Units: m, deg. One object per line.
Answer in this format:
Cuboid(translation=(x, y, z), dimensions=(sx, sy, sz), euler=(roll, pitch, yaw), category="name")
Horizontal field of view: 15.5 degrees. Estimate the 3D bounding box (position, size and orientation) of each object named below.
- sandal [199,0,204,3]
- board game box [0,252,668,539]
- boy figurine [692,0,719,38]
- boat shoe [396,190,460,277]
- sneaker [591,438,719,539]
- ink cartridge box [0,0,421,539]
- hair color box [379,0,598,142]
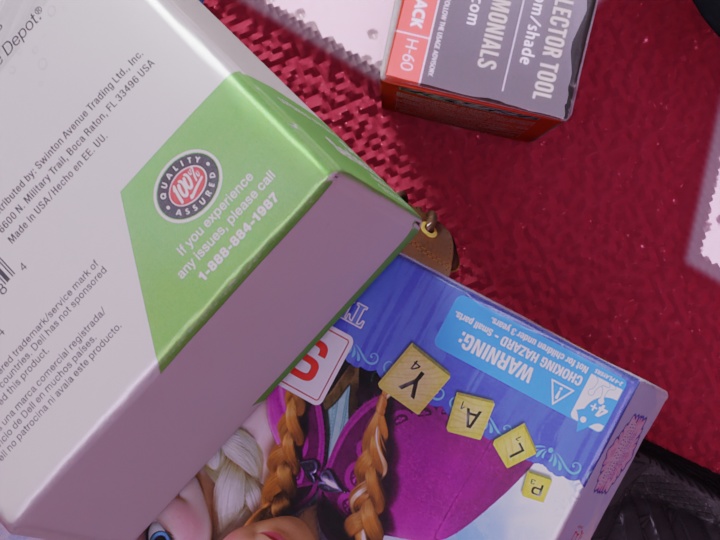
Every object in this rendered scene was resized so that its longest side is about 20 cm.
Cuboid(translation=(-0.152, -0.099, 0.935), dimensions=(0.200, 0.079, 0.087), euler=(4, 94, 8), category="sandal")
Cuboid(translation=(-0.036, 0.080, 0.848), dimensions=(0.200, 0.041, 0.200), euler=(27, 91, 21), category="board game box")
Cuboid(translation=(0.202, -0.131, 0.914), dimensions=(0.200, 0.124, 0.064), euler=(-25, 78, -31), category="boy figurine")
Cuboid(translation=(0.000, 0.000, 0.937), dimensions=(0.068, 0.072, 0.200), euler=(-32, 97, -5), category="boat shoe")
Cuboid(translation=(0.074, 0.106, 0.916), dimensions=(0.200, 0.060, 0.104), euler=(29, 98, -29), category="sneaker")
Cuboid(translation=(-0.105, -0.035, 0.825), dimensions=(0.146, 0.084, 0.200), euler=(-47, 68, 7), category="ink cartridge box")
Cuboid(translation=(0.046, -0.098, 0.867), dimensions=(0.061, 0.200, 0.102), euler=(13, 90, 0), category="hair color box")
